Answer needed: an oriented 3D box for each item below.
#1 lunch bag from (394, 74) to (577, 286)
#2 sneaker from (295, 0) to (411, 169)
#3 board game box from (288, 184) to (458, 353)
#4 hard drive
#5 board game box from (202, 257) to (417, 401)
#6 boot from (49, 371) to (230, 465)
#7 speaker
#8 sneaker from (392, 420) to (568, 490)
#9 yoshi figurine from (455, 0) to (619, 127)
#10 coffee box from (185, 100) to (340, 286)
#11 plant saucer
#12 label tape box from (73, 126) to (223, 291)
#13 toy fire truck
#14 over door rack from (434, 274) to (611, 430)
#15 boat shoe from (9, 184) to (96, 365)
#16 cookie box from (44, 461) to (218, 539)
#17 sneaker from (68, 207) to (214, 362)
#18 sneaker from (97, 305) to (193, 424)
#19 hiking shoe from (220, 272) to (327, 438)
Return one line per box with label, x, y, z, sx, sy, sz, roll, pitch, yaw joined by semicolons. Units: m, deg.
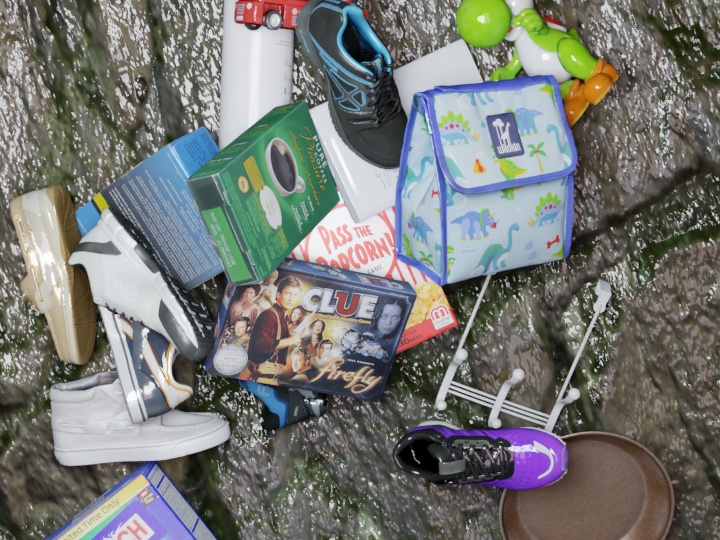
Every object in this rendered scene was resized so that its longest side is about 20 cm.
lunch bag;0.133;-0.101;1.418;0.169;0.127;0.201;-11;112;-27
sneaker;0.004;-0.188;1.383;0.073;0.082;0.200;-42;116;-21
board game box;0.000;0.000;1.502;0.151;0.046;0.201;-25;96;0
hard drive;0.053;-0.153;1.467;0.199;0.025;0.132;-27;96;-18
board game box;-0.054;0.060;1.427;0.199;0.035;0.136;11;110;-22
boot;-0.249;0.158;1.497;0.199;0.074;0.096;-7;101;-1
speaker;-0.113;-0.197;1.461;0.081;0.081;0.201;2;96;-2
sneaker;0.123;0.208;1.459;0.199;0.099;0.070;-1;93;31
yoshi figurine;0.176;-0.241;1.455;0.200;0.112;0.112;43;100;-3
coffee box;-0.093;-0.081;1.363;0.044;0.200;0.123;-9;114;29
plant saucer;0.255;0.266;1.528;0.199;0.037;0.201;0;111;-1
label tape box;-0.209;-0.050;1.470;0.200;0.063;0.145;-26;99;42
toy fire truck;-0.038;-0.317;1.418;0.199;0.049;0.142;0;98;-35
over door rack;0.183;0.086;1.508;0.147;0.067;0.201;19;95;-5
boat shoe;-0.343;0.008;1.486;0.069;0.074;0.201;-8;95;11
cookie box;-0.245;0.347;1.517;0.171;0.075;0.200;-38;95;3
sneaker;-0.229;0.028;1.406;0.080;0.074;0.200;-43;66;2
sneaker;-0.242;0.063;1.472;0.079;0.078;0.201;-18;78;-11
hiking shoe;-0.113;0.091;1.488;0.086;0.074;0.201;-27;103;4
